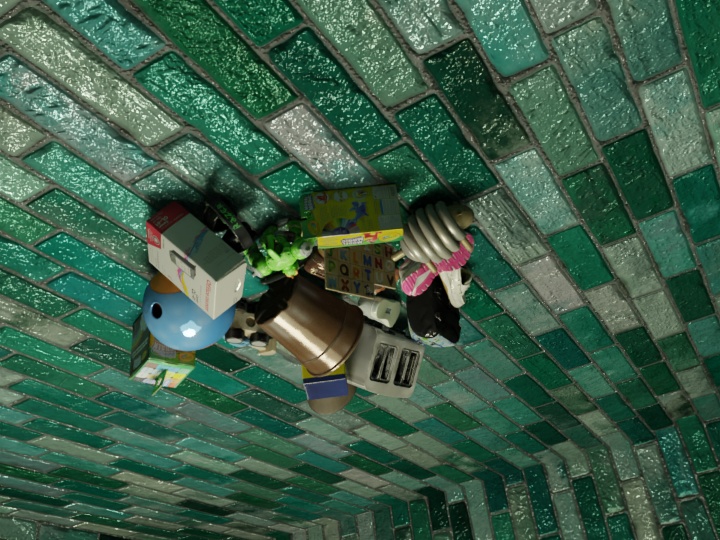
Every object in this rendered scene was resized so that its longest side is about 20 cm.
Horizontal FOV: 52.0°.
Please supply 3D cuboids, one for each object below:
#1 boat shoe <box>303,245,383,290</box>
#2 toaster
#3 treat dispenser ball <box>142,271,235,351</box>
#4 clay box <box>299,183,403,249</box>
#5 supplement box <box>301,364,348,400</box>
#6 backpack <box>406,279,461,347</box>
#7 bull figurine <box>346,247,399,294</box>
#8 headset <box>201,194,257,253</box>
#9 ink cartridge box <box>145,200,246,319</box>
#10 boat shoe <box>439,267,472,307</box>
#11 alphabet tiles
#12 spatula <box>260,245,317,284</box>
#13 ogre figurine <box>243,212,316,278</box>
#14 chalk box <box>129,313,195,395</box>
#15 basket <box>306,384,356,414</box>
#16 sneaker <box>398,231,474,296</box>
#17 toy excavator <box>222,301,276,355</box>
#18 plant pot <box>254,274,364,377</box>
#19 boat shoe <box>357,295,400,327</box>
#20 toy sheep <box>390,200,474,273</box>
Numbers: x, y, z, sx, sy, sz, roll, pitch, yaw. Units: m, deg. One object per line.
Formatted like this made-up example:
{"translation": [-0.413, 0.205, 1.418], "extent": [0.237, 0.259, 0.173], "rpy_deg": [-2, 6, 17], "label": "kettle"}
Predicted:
{"translation": [-0.033, 0.002, 1.595], "extent": [0.200, 0.070, 0.070], "rpy_deg": [25, 115, -33], "label": "boat shoe"}
{"translation": [0.056, 0.243, 1.970], "extent": [0.181, 0.201, 0.119], "rpy_deg": [18, 177, -35], "label": "toaster"}
{"translation": [-0.375, 0.076, 1.624], "extent": [0.200, 0.201, 0.201], "rpy_deg": [-6, 148, -4], "label": "treat dispenser ball"}
{"translation": [-0.020, -0.108, 1.491], "extent": [0.199, 0.115, 0.048], "rpy_deg": [-6, 149, -1], "label": "clay box"}
{"translation": [-0.097, 0.216, 1.904], "extent": [0.109, 0.200, 0.109], "rpy_deg": [-7, 147, -1], "label": "supplement box"}
{"translation": [0.187, 0.121, 1.878], "extent": [0.153, 0.164, 0.200], "rpy_deg": [-20, 154, 34], "label": "backpack"}
{"translation": [0.000, 0.000, 1.715], "extent": [0.200, 0.065, 0.121], "rpy_deg": [20, 143, -33], "label": "bull figurine"}
{"translation": [-0.272, -0.078, 1.475], "extent": [0.094, 0.124, 0.200], "rpy_deg": [-40, 177, -11], "label": "headset"}
{"translation": [-0.333, -0.020, 1.486], "extent": [0.086, 0.200, 0.148], "rpy_deg": [-40, 162, -32], "label": "ink cartridge box"}
{"translation": [0.239, 0.026, 1.799], "extent": [0.069, 0.071, 0.200], "rpy_deg": [-15, 146, 12], "label": "boat shoe"}
{"translation": [0.001, -0.024, 1.569], "extent": [0.200, 0.168, 0.008], "rpy_deg": [14, 155, -40], "label": "alphabet tiles"}
{"translation": [-0.130, -0.015, 1.593], "extent": [0.200, 0.056, 0.021], "rpy_deg": [-31, 128, -26], "label": "spatula"}
{"translation": [-0.164, -0.049, 1.543], "extent": [0.199, 0.120, 0.098], "rpy_deg": [-8, 128, 8], "label": "ogre figurine"}
{"translation": [-0.482, 0.205, 1.803], "extent": [0.124, 0.200, 0.124], "rpy_deg": [17, 141, -33], "label": "chalk box"}
{"translation": [-0.089, 0.277, 2.056], "extent": [0.136, 0.181, 0.200], "rpy_deg": [19, 145, 21], "label": "basket"}
{"translation": [0.165, -0.032, 1.690], "extent": [0.200, 0.088, 0.081], "rpy_deg": [-33, 128, 0], "label": "sneaker"}
{"translation": [-0.282, 0.162, 1.898], "extent": [0.194, 0.100, 0.200], "rpy_deg": [13, 156, -26], "label": "toy excavator"}
{"translation": [-0.130, 0.116, 1.739], "extent": [0.200, 0.201, 0.198], "rpy_deg": [-32, 124, 33], "label": "plant pot"}
{"translation": [0.047, 0.093, 1.869], "extent": [0.071, 0.070, 0.201], "rpy_deg": [22, 176, 22], "label": "boat shoe"}
{"translation": [0.153, -0.073, 1.570], "extent": [0.200, 0.138, 0.138], "rpy_deg": [-35, 142, 11], "label": "toy sheep"}
